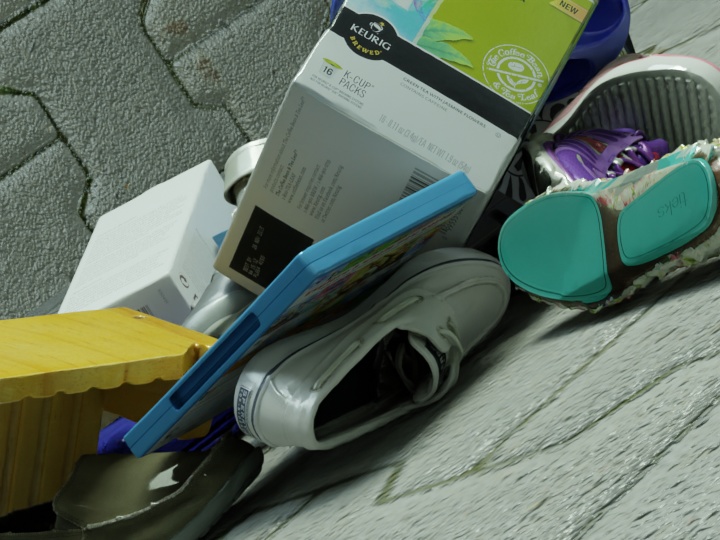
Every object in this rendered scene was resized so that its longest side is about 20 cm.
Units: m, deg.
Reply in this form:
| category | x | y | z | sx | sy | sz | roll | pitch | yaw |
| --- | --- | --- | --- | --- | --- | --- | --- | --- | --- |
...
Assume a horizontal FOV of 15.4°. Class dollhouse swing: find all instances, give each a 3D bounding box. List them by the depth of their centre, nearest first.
| category | x | y | z | sx | sy | sz | roll | pitch | yaw |
| --- | --- | --- | --- | --- | --- | --- | --- | --- | --- |
| dollhouse swing | -0.204 | 0.124 | 1.593 | 0.199 | 0.177 | 0.181 | -6 | 13 | -35 |

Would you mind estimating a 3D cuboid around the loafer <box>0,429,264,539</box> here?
| category | x | y | z | sx | sy | sz | roll | pitch | yaw |
| --- | --- | --- | --- | --- | --- | --- | --- | --- | --- |
| loafer | -0.142 | 0.138 | 1.528 | 0.199 | 0.070 | 0.075 | -30 | 8 | 27 |

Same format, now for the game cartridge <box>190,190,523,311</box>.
| category | x | y | z | sx | sy | sz | roll | pitch | yaw |
| --- | --- | --- | --- | --- | --- | --- | --- | --- | --- |
| game cartridge | 0.000 | 0.000 | 1.742 | 0.200 | 0.039 | 0.129 | -36 | 36 | -19 |

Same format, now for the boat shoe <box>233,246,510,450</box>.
| category | x | y | z | sx | sy | sz | roll | pitch | yaw |
| --- | --- | --- | --- | --- | --- | --- | --- | --- | --- |
| boat shoe | 0.022 | 0.045 | 1.455 | 0.066 | 0.072 | 0.199 | 19 | 30 | 41 |

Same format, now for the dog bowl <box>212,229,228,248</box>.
| category | x | y | z | sx | sy | sz | roll | pitch | yaw |
| --- | --- | --- | --- | --- | --- | --- | --- | --- | --- |
| dog bowl | -0.022 | -0.024 | 1.885 | 0.111 | 0.050 | 0.200 | -20 | -1 | 27 |

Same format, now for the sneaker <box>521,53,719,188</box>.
| category | x | y | z | sx | sy | sz | roll | pitch | yaw |
| --- | --- | --- | --- | --- | --- | --- | --- | --- | --- |
| sneaker | 0.188 | -0.109 | 1.697 | 0.105 | 0.075 | 0.200 | -44 | 7 | -31 |

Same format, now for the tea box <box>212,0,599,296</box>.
| category | x | y | z | sx | sy | sz | roll | pitch | yaw |
| --- | --- | --- | --- | --- | --- | --- | --- | --- | --- |
| tea box | 0.029 | -0.088 | 1.604 | 0.197 | 0.133 | 0.200 | -61 | -1 | -36 |

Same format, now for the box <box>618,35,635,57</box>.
| category | x | y | z | sx | sy | sz | roll | pitch | yaw |
| --- | --- | --- | --- | --- | --- | --- | --- | --- | --- |
| box | 0.086 | -0.138 | 2.005 | 0.199 | 0.087 | 0.163 | -29 | -28 | 29 |

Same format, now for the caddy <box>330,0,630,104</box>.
| category | x | y | z | sx | sy | sz | roll | pitch | yaw |
| --- | --- | --- | --- | --- | --- | --- | --- | --- | --- |
| caddy | 0.076 | -0.176 | 1.738 | 0.142 | 0.199 | 0.105 | 114 | 158 | -43 |

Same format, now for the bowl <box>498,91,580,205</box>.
| category | x | y | z | sx | sy | sz | roll | pitch | yaw |
| --- | --- | --- | --- | --- | --- | --- | --- | --- | --- |
| bowl | 0.104 | -0.088 | 1.867 | 0.200 | 0.094 | 0.201 | -34 | 6 | 4 |

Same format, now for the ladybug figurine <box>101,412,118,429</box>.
| category | x | y | z | sx | sy | sz | roll | pitch | yaw |
| --- | --- | --- | --- | --- | --- | --- | --- | --- | --- |
| ladybug figurine | -0.120 | 0.060 | 1.953 | 0.199 | 0.072 | 0.136 | -33 | 8 | 7 |

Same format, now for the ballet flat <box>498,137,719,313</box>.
| category | x | y | z | sx | sy | sz | roll | pitch | yaw |
| --- | --- | --- | --- | --- | --- | --- | --- | --- | --- |
| ballet flat | 0.150 | -0.019 | 1.374 | 0.064 | 0.076 | 0.200 | -1 | -7 | -32 |

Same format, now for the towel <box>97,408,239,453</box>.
| category | x | y | z | sx | sy | sz | roll | pitch | yaw |
| --- | --- | --- | --- | --- | --- | --- | --- | --- | --- |
| towel | -0.101 | 0.090 | 1.790 | 0.200 | 0.050 | 0.148 | -35 | 4 | -27 |

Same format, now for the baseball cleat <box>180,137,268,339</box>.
| category | x | y | z | sx | sy | sz | roll | pitch | yaw |
| --- | --- | --- | --- | --- | --- | --- | --- | --- | --- |
| baseball cleat | -0.068 | -0.015 | 1.691 | 0.200 | 0.106 | 0.070 | -39 | -16 | -35 |

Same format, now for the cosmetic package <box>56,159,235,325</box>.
| category | x | y | z | sx | sy | sz | roll | pitch | yaw |
| --- | --- | --- | --- | --- | --- | --- | --- | --- | --- |
| cosmetic package | -0.143 | 0.008 | 1.869 | 0.101 | 0.071 | 0.200 | -26 | 20 | 17 |

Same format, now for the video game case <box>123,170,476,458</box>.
| category | x | y | z | sx | sy | sz | roll | pitch | yaw |
| --- | --- | --- | --- | --- | --- | --- | --- | --- | --- |
| video game case | -0.035 | 0.025 | 1.469 | 0.143 | 0.018 | 0.200 | -27 | -13 | -45 |

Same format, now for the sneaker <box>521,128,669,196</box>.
| category | x | y | z | sx | sy | sz | roll | pitch | yaw |
| --- | --- | --- | --- | --- | --- | --- | --- | --- | --- |
| sneaker | 0.142 | -0.055 | 1.566 | 0.083 | 0.081 | 0.200 | -17 | 14 | 9 |
